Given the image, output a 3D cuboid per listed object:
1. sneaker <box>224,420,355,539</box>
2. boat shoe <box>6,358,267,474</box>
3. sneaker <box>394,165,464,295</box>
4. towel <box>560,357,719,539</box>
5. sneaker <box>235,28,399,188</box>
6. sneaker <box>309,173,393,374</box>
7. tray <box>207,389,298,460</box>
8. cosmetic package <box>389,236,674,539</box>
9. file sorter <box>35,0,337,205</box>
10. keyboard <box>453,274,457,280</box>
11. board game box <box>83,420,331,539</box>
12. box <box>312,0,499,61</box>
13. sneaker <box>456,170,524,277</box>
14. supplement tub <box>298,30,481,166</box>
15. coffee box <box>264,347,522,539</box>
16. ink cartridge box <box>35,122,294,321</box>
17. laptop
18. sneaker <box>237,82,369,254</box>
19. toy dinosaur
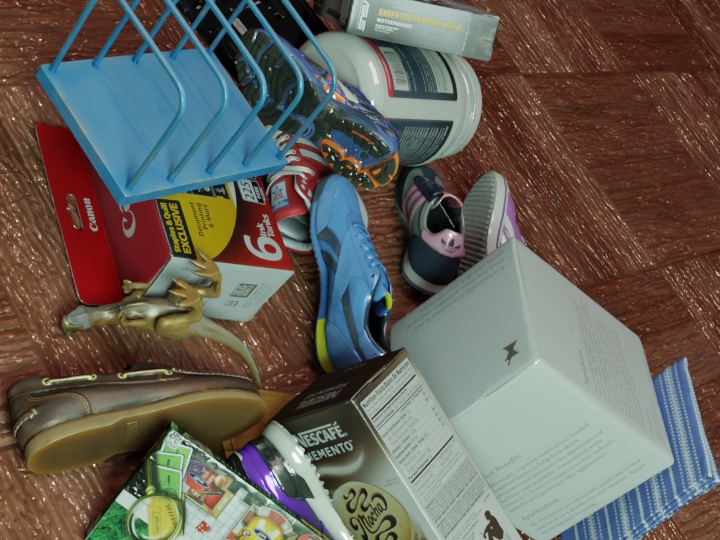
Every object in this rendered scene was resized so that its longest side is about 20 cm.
[{"bbox_3d":[-0.054,0.224,1.024,0.099,0.069,0.201,-34,103,-20],"label":"sneaker"},{"bbox_3d":[-0.166,0.098,1.004,0.199,0.071,0.071,-3,48,-36],"label":"boat shoe"},{"bbox_3d":[0.084,-0.063,1.431,0.070,0.082,0.201,18,37,-19],"label":"sneaker"},{"bbox_3d":[0.254,0.193,1.258,0.024,0.200,0.145,24,38,-24],"label":"towel"},{"bbox_3d":[-0.040,-0.162,1.305,0.200,0.075,0.079,43,29,-6],"label":"sneaker"},{"bbox_3d":[0.000,0.000,1.240,0.066,0.078,0.202,23,58,-51],"label":"sneaker"},{"bbox_3d":[-0.044,0.155,1.125,0.199,0.037,0.099,13,47,-40],"label":"tray"},{"bbox_3d":[0.154,0.114,1.235,0.200,0.165,0.166,36,31,-29],"label":"cosmetic package"},{"bbox_3d":[-0.137,-0.160,1.120,0.199,0.123,0.139,-18,68,-50],"label":"file sorter"},{"bbox_3d":[0.167,0.071,1.448,0.127,0.021,0.201,-13,66,-45],"label":"keyboard"},{"bbox_3d":[-0.090,0.210,0.968,0.200,0.105,0.023,38,3,-12],"label":"board game box"},{"bbox_3d":[0.044,-0.275,1.426,0.157,0.049,0.200,8,16,-14],"label":"box"},{"bbox_3d":[0.162,-0.007,1.449,0.114,0.073,0.202,24,54,-27],"label":"sneaker"},{"bbox_3d":[0.025,-0.184,1.446,0.199,0.140,0.141,-5,58,-49],"label":"supplement tub"},{"bbox_3d":[0.030,0.174,1.064,0.080,0.113,0.201,-41,102,-43],"label":"coffee box"},{"bbox_3d":[-0.174,-0.064,1.166,0.175,0.084,0.201,6,51,-42],"label":"ink cartridge box"},{"bbox_3d":[-0.106,-0.275,1.515,0.200,0.103,0.178,-36,82,-30],"label":"laptop"},{"bbox_3d":[-0.079,-0.104,1.316,0.201,0.071,0.112,53,32,7],"label":"sneaker"},{"bbox_3d":[-0.145,0.039,1.091,0.199,0.106,0.061,17,47,-25],"label":"toy dinosaur"}]
